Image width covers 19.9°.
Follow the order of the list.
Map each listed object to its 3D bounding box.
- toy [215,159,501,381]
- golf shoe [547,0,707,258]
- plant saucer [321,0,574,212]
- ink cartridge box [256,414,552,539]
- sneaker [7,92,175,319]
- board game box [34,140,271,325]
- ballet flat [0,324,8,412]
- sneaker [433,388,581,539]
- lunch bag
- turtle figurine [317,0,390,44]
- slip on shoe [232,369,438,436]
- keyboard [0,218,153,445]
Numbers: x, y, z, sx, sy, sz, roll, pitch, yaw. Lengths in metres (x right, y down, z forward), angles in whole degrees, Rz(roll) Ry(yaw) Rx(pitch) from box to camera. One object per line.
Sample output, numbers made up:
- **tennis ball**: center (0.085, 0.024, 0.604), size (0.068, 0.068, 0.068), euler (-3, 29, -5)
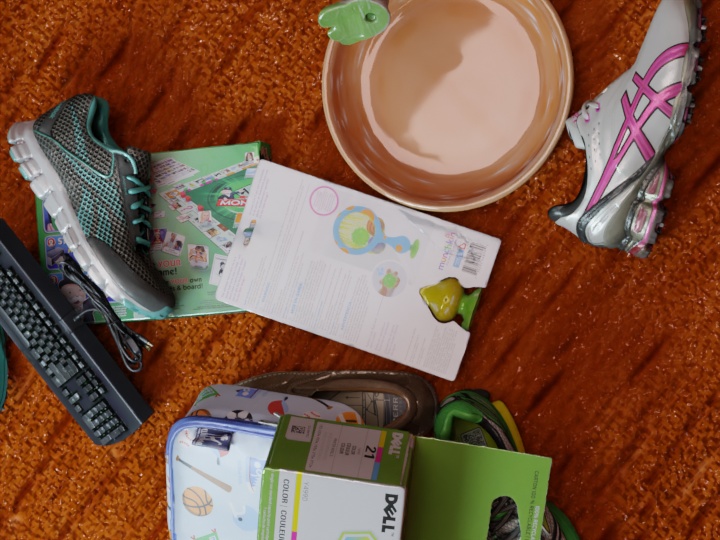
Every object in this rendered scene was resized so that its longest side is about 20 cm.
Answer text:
- **toy**: center (0.000, 0.000, 1.603), size (0.199, 0.047, 0.116), euler (19, 91, 11)
- **golf shoe**: center (0.200, -0.115, 1.526), size (0.092, 0.073, 0.201), euler (16, 93, 7)
- **plant saucer**: center (0.069, -0.145, 1.590), size (0.199, 0.037, 0.201), euler (0, 89, 16)
- **ink cartridge box**: center (0.029, 0.195, 1.474), size (0.199, 0.076, 0.148), euler (8, 118, 5)
- **sneaker**: center (-0.195, -0.056, 1.621), size (0.091, 0.078, 0.200), euler (-36, 81, 9)
- **board game box**: center (-0.165, -0.027, 1.662), size (0.199, 0.029, 0.135), euler (-4, 87, 17)
- **ballet flat**: center (-0.339, 0.035, 1.703), size (0.064, 0.075, 0.201), euler (-21, 78, 46)
- **sneaker**: center (0.105, 0.186, 1.548), size (0.078, 0.085, 0.201), euler (-31, 81, 14)
- **lunch bag**: center (-0.065, 0.184, 1.570), size (0.159, 0.076, 0.201), euler (10, 119, 17)
- **turtle figurine**: center (-0.031, -0.265, 1.551), size (0.199, 0.194, 0.144), euler (20, 127, -12)
- **slip on shoe**: center (-0.040, 0.116, 1.605), size (0.199, 0.061, 0.076), euler (-4, 88, 17)
- **keyboard**: center (-0.236, 0.046, 1.640), size (0.200, 0.021, 0.127), euler (51, 131, -3)
